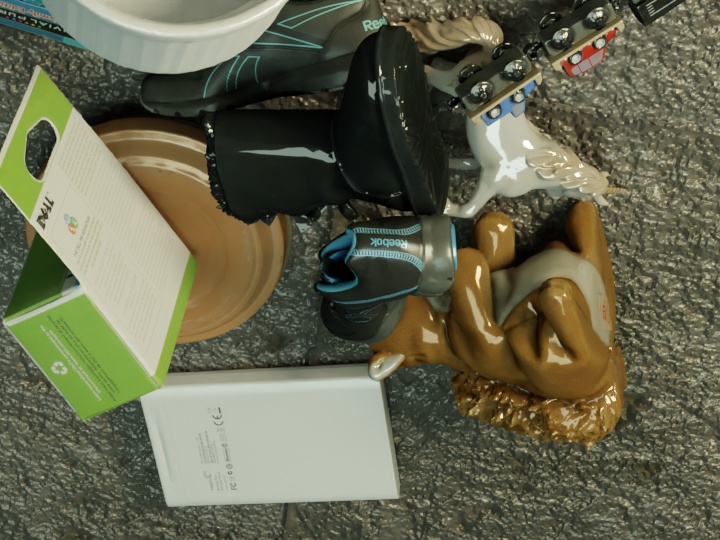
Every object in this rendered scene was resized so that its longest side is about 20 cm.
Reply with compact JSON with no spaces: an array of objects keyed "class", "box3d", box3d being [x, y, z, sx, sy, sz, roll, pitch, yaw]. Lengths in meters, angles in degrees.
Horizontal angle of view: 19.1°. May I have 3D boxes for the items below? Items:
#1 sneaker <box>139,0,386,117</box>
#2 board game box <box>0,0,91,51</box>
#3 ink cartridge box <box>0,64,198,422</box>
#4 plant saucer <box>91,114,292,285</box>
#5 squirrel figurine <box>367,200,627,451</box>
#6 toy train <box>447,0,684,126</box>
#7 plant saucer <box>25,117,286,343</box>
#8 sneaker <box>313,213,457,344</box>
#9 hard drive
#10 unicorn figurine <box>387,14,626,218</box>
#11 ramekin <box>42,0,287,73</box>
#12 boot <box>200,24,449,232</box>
[{"class":"sneaker","box3d":[-0.069,-0.158,1.531,0.198,0.075,0.080,-10,97,20]},{"class":"board game box","box3d":[-0.207,-0.235,1.424,0.198,0.152,0.047,17,161,-6]},{"class":"ink cartridge box","box3d":[-0.209,-0.020,1.514,0.075,0.148,0.201,-23,120,23]},{"class":"plant saucer","box3d":[-0.149,-0.039,1.642,0.198,0.030,0.201,3,128,3]},{"class":"squirrel figurine","box3d":[0.100,0.058,1.627,0.185,0.142,0.201,-9,124,20]},{"class":"toy train","box3d":[0.149,-0.160,1.481,0.199,0.034,0.046,-32,129,2]},{"class":"plant saucer","box3d":[-0.155,-0.023,1.618,0.198,0.032,0.202,3,128,4]},{"class":"sneaker","box3d":[0.000,0.000,1.538,0.081,0.074,0.200,4,161,-18]},{"class":"hard drive","box3d":[-0.073,0.137,1.769,0.198,0.027,0.133,-3,127,9]},{"class":"unicorn figurine","box3d":[0.096,-0.095,1.546,0.136,0.074,0.201,-12,128,20]},{"class":"ramekin","box3d":[-0.123,-0.224,1.361,0.199,0.202,0.098,17,160,-7]},{"class":"boot","box3d":[-0.031,-0.095,1.471,0.161,0.074,0.199,2,151,13]}]
